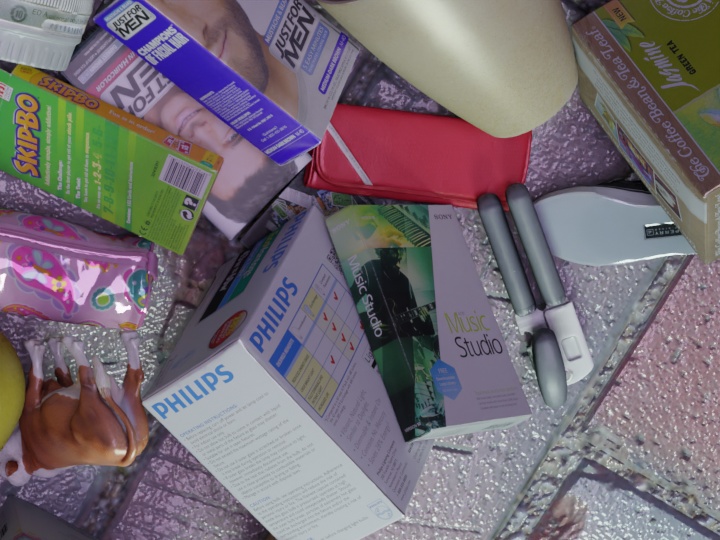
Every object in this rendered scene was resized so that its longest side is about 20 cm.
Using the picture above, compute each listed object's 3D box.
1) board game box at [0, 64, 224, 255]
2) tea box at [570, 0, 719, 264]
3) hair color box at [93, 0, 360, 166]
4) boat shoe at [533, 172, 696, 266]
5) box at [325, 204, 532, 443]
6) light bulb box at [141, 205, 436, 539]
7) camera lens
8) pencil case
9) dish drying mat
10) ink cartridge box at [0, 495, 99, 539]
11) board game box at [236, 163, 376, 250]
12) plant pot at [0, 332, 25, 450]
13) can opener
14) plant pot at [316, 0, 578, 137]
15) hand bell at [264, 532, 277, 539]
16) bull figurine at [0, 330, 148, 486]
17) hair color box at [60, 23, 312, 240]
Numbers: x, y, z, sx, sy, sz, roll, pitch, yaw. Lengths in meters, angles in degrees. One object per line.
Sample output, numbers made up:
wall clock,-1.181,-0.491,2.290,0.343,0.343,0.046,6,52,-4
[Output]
board game box,-0.218,-0.093,1.693,0.200,0.030,0.096,24,128,-4
tea box,0.311,-0.151,1.739,0.197,0.134,0.200,-32,63,-5
hair color box,-0.104,-0.189,1.672,0.200,0.065,0.109,36,53,-22
boat shoe,0.246,-0.053,1.824,0.199,0.068,0.074,-6,115,13
box,0.057,0.040,1.730,0.036,0.144,0.200,-31,73,35
light bulb box,-0.042,0.093,1.707,0.125,0.198,0.200,-32,109,34
camera lens,-0.273,-0.270,1.619,0.160,0.160,0.200,13,97,-15
pencil case,-0.268,-0.006,1.710,0.200,0.087,0.088,13,98,-15
dish drying mat,0.052,-0.096,1.785,0.200,0.018,0.077,6,98,-21
ink cartridge box,-0.256,0.302,1.711,0.145,0.200,0.145,32,93,-16
board game box,0.000,0.000,1.803,0.200,0.023,0.105,43,87,-16
plant pot,-0.351,0.099,1.665,0.142,0.200,0.200,-10,108,-56
can opener,0.155,0.021,1.815,0.053,0.066,0.200,-19,110,4
plant pot,0.089,-0.211,1.718,0.187,0.187,0.200,-41,120,-2
hand bell,-0.074,0.199,1.803,0.104,0.104,0.200,-20,93,-8
bull figurine,-0.240,0.114,1.708,0.065,0.200,0.122,-4,88,-44
hair color box,-0.146,-0.131,1.726,0.099,0.061,0.200,-45,107,-1
